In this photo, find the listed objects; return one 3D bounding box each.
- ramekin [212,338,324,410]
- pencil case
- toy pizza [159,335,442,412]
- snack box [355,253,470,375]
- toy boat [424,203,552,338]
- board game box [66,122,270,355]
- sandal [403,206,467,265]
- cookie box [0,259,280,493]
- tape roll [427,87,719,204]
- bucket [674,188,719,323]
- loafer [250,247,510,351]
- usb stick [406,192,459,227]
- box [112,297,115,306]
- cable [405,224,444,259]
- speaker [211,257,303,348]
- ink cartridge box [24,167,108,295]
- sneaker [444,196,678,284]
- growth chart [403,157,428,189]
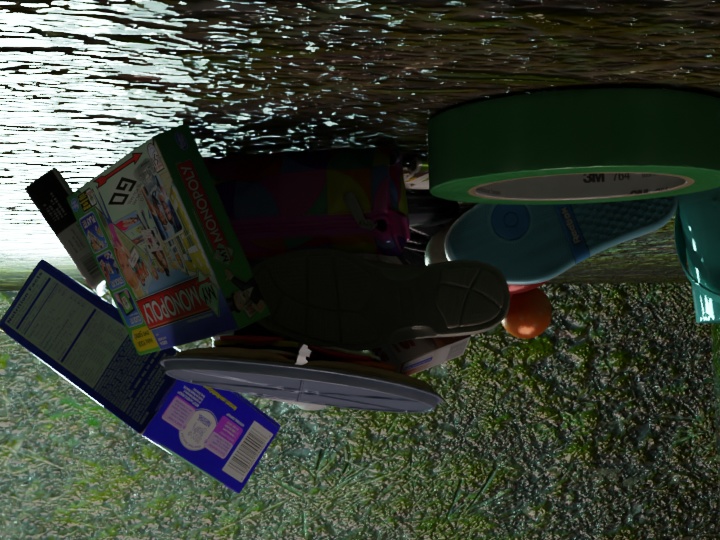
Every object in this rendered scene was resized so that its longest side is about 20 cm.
[{"bbox_3d":[-0.077,0.023,1.122,0.093,0.206,0.202,3,176,-16],"label":"ramekin"},{"bbox_3d":[-0.057,-0.048,0.920,0.197,0.090,0.088,-3,177,11],"label":"pencil case"},{"bbox_3d":[-0.040,0.069,0.863,0.197,0.032,0.200,7,169,1],"label":"toy pizza"},{"bbox_3d":[0.000,0.000,0.980,0.071,0.200,0.024,-17,143,-33],"label":"snack box"},{"bbox_3d":[0.152,0.001,1.191,0.129,0.132,0.200,-2,-160,31],"label":"toy boat"},{"bbox_3d":[-0.141,-0.014,0.878,0.029,0.136,0.199,-25,-176,-30],"label":"board game box"},{"bbox_3d":[0.051,-0.030,1.325,0.198,0.077,0.043,0,175,-32],"label":"sandal"},{"bbox_3d":[-0.191,0.093,1.080,0.199,0.076,0.171,29,169,33],"label":"cookie box"},{"bbox_3d":[0.143,-0.077,0.818,0.197,0.049,0.200,-2,177,0],"label":"tape roll"},{"bbox_3d":[0.363,-0.028,1.030,0.204,0.137,0.207,-3,176,0],"label":"bucket"},{"bbox_3d":[0.008,0.024,0.905,0.197,0.073,0.063,1,173,-14],"label":"loafer"},{"bbox_3d":[0.042,-0.055,1.137,0.055,0.033,0.200,-3,-178,20],"label":"usb stick"},{"bbox_3d":[-0.144,-0.013,1.262,0.197,0.108,0.122,-1,178,-24],"label":"box"},{"bbox_3d":[0.042,-0.007,1.214,0.198,0.164,0.051,19,126,-40],"label":"cable"},{"bbox_3d":[-0.122,0.000,1.006,0.081,0.082,0.199,2,-155,-43],"label":"speaker"},{"bbox_3d":[-0.238,-0.028,1.060,0.037,0.095,0.200,-35,-177,-8],"label":"ink cartridge box"},{"bbox_3d":[0.158,-0.035,1.050,0.197,0.081,0.131,-14,180,-8],"label":"sneaker"},{"bbox_3d":[0.089,-0.080,1.006,0.143,0.018,0.200,0,176,-23],"label":"growth chart"}]
